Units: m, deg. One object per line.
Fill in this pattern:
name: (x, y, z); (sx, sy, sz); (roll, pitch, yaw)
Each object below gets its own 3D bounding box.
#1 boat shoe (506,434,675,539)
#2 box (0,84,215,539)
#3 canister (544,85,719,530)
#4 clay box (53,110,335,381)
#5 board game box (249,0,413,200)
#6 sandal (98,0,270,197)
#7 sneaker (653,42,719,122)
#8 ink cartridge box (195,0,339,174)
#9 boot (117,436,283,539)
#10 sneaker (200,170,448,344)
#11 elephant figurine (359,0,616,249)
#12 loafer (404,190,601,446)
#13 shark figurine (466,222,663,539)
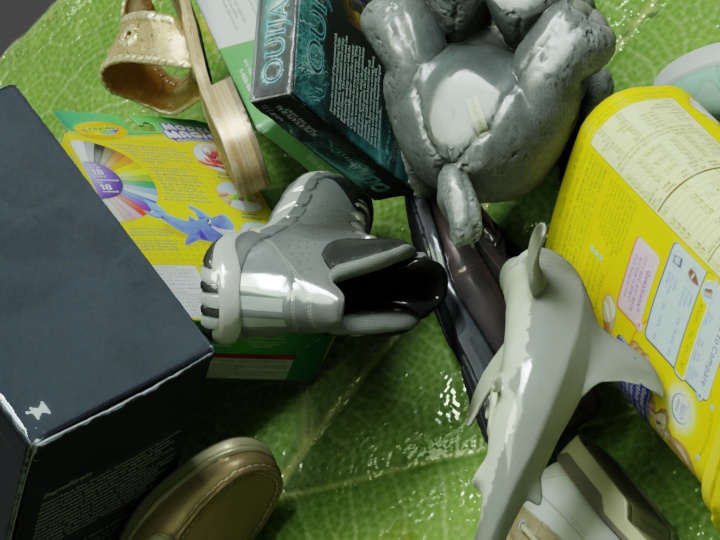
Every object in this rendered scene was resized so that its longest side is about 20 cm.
boat shoe: (0.135, 0.168, 1.363); (0.068, 0.075, 0.200); (-45, 38, 11)
box: (-0.196, 0.046, 1.518); (0.124, 0.197, 0.200); (-28, 68, -27)
canister: (0.176, 0.017, 1.379); (0.200, 0.086, 0.149); (51, 137, 45)
clay box: (-0.104, -0.017, 1.618); (0.200, 0.114, 0.048); (58, 134, 43)
board game box: (-0.008, -0.156, 1.506); (0.028, 0.135, 0.201); (-9, 64, 29)
sandal: (-0.120, -0.120, 1.659); (0.069, 0.078, 0.212); (-21, 52, -6)
sneaker: (0.220, -0.048, 1.418); (0.200, 0.074, 0.119); (9, 63, 37)
ink cartridge box: (0.015, -0.170, 1.641); (0.200, 0.087, 0.146); (-39, 48, 14)
boot: (-0.086, 0.203, 1.502); (0.200, 0.073, 0.155); (-49, 46, 5)
sneaker: (0.000, 0.000, 1.503); (0.115, 0.200, 0.075); (5, 109, 20)
elephant figurine: (0.087, -0.087, 1.490); (0.155, 0.200, 0.142); (-41, 69, 1)
loafer: (0.074, 0.019, 1.506); (0.063, 0.072, 0.201); (-15, 47, -5)
shark figurine: (0.098, 0.068, 1.345); (0.089, 0.128, 0.215); (15, 61, -4)
